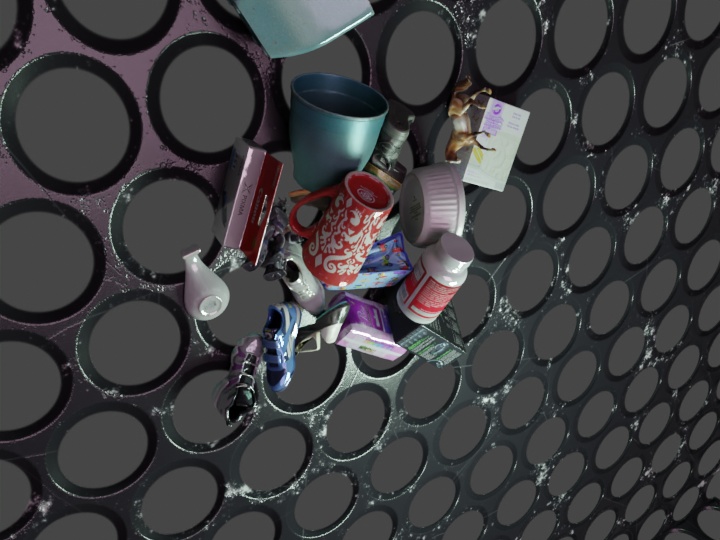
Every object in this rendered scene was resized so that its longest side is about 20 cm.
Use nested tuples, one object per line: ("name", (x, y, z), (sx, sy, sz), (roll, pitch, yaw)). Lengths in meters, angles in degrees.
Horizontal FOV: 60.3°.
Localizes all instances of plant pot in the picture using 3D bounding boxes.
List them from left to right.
("plant pot", (-0.127, -0.493, 1.094), (0.198, 0.197, 0.197), (-37, 127, 2))
("plant pot", (-0.059, -0.264, 1.244), (0.195, 0.202, 0.192), (-6, 131, -28))

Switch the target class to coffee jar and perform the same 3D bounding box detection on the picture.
("coffee jar", (0.019, -0.166, 1.390), (0.103, 0.085, 0.203), (26, 98, -33))

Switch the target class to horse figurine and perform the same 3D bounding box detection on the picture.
("horse figurine", (0.245, -0.349, 1.436), (0.049, 0.130, 0.206), (-29, 117, -39))

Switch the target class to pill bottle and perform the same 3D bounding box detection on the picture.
("pill bottle", (0.168, 0.016, 1.380), (0.109, 0.114, 0.202), (1, 140, -30))

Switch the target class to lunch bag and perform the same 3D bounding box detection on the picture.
("lunch bag", (0.000, 0.000, 1.415), (0.194, 0.151, 0.097), (-16, 80, -17))

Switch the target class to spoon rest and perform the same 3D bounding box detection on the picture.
("spoon rest", (-0.331, 0.024, 1.292), (0.097, 0.061, 0.204), (-24, 135, -18))

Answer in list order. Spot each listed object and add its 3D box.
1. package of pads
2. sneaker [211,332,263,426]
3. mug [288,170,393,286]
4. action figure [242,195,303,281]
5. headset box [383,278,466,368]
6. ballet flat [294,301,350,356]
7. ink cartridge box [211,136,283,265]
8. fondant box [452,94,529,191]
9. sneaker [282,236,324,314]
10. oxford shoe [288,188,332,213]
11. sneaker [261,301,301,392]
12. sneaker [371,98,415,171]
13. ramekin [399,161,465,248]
("package of pads", (0.019, 0.135, 1.506), (0.197, 0.123, 0.076), (21, 130, -37))
("sneaker", (-0.253, 0.252, 1.382), (0.076, 0.140, 0.204), (19, 102, -35))
("mug", (-0.041, -0.088, 1.219), (0.173, 0.136, 0.202), (10, 136, -25))
("action figure", (-0.174, -0.076, 1.274), (0.129, 0.204, 0.069), (35, 135, -29))
("headset box", (0.155, 0.119, 1.538), (0.092, 0.178, 0.198), (-35, 134, 27))
("ballet flat", (-0.093, 0.141, 1.425), (0.197, 0.070, 0.067), (-30, 167, 27))
("ink cartridge box", (-0.223, -0.138, 1.199), (0.044, 0.176, 0.205), (9, 107, -32))
("fondant box", (0.318, -0.311, 1.523), (0.141, 0.058, 0.206), (7, 107, -33))
("sneaker", (-0.138, 0.029, 1.372), (0.073, 0.101, 0.203), (-20, 121, 11))
("oxford shoe", (-0.060, -0.133, 1.317), (0.193, 0.071, 0.075), (8, 100, 8))
("sneaker", (-0.188, 0.167, 1.389), (0.082, 0.072, 0.207), (18, 75, -56))
("sneaker", (0.062, -0.291, 1.322), (0.075, 0.201, 0.116), (26, 123, -9))
("ramekin", (0.157, -0.145, 1.423), (0.091, 0.203, 0.209), (-3, 114, -17))
